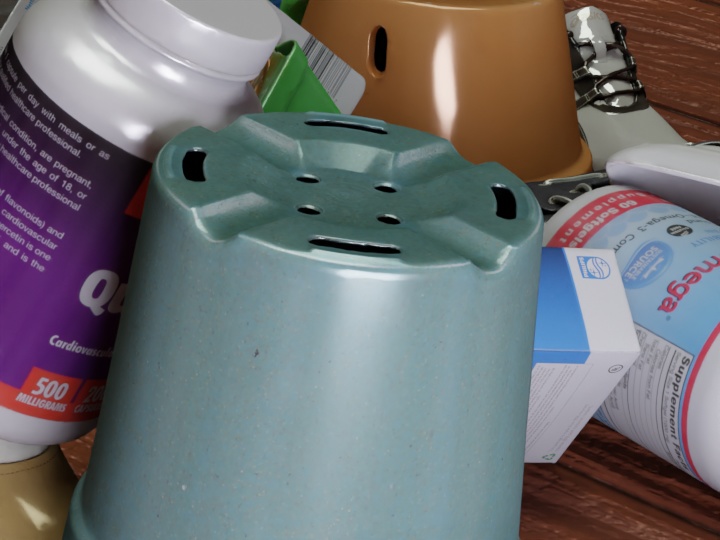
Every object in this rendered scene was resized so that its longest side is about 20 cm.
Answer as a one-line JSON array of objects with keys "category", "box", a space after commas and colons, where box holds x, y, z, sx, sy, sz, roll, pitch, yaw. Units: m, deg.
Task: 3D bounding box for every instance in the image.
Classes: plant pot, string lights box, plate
[{"category": "plant pot", "box": [0.039, -0.102, 1.578, 0.199, 0.141, 0.200, 4, 21, -2]}, {"category": "string lights box", "box": [0.011, 0.037, 1.226, 0.199, 0.103, 0.059, 2, 56, -22]}, {"category": "plate", "box": [0.232, -0.014, 1.394, 0.199, 0.032, 0.200, 13, -15, 16]}, {"category": "plant pot", "box": [-0.018, 0.056, 1.060, 0.199, 0.197, 0.200, 7, 24, -3]}]

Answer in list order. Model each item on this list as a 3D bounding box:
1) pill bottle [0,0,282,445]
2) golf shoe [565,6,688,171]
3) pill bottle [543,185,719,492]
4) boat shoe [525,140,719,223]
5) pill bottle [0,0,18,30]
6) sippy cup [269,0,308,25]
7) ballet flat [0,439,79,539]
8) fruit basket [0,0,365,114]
[{"category": "pill bottle", "box": [-0.113, -0.034, 1.133, 0.112, 0.200, 0.113, 27, 23, -13]}, {"category": "golf shoe", "box": [0.139, -0.108, 1.682, 0.077, 0.095, 0.200, -8, 27, -35]}, {"category": "pill bottle", "box": [0.168, 0.041, 1.282, 0.108, 0.109, 0.200, -10, 26, -35]}, {"category": "boat shoe", "box": [0.119, -0.032, 1.480, 0.199, 0.063, 0.073, -13, 61, -30]}, {"category": "pill bottle", "box": [-0.214, -0.136, 1.492, 0.112, 0.200, 0.113, 8, 60, -15]}, {"category": "sippy cup", "box": [0.009, -0.159, 1.745, 0.130, 0.140, 0.178, 14, 29, -7]}, {"category": "ballet flat", "box": [-0.182, 0.064, 1.199, 0.068, 0.063, 0.200, -15, 29, -37]}, {"category": "fruit basket", "box": [-0.110, -0.076, 1.347, 0.200, 0.186, 0.094, 35, -25, -18]}]
